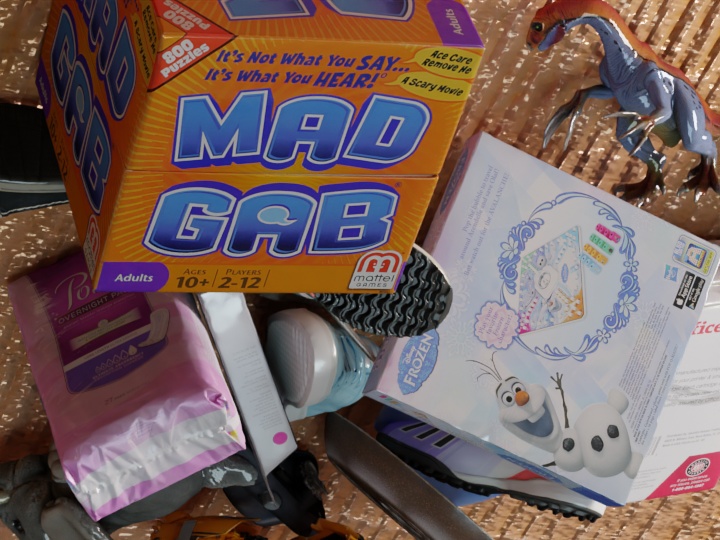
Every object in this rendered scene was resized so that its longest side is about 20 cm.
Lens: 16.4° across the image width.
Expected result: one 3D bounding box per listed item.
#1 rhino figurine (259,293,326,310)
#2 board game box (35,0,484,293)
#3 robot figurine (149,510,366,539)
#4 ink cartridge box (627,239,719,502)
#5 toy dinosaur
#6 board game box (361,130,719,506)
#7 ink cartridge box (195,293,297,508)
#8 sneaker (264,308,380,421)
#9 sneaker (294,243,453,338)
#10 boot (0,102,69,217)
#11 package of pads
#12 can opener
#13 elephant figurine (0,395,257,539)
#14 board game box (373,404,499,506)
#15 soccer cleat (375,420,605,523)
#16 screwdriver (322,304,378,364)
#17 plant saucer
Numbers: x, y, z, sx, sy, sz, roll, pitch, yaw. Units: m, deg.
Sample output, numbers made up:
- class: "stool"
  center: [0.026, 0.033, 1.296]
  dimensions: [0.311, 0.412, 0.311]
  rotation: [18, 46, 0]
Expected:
- class: "rhino figurine"
  center: [0.000, 0.000, 1.787]
  dimensions: [0.200, 0.060, 0.088]
  rotation: [19, 120, -30]
- class: "board game box"
  center: [-0.070, -0.125, 1.532]
  dimensions: [0.199, 0.200, 0.200]
  rotation: [0, 133, -22]
- class: "robot figurine"
  center: [-0.060, 0.228, 1.924]
  dimensions: [0.200, 0.058, 0.145]
  rotation: [0, 153, 34]
- class: "ink cartridge box"
  center: [0.231, 0.077, 1.913]
  dimensions: [0.145, 0.083, 0.200]
  rotation: [-4, 129, -32]
- class: "toy dinosaur"
  center: [0.187, -0.130, 1.745]
  dimensions: [0.105, 0.200, 0.182]
  rotation: [1, 124, 35]
- class: "board game box"
  center: [0.129, 0.035, 1.750]
  dimensions: [0.199, 0.043, 0.200]
  rotation: [26, 78, -12]
- class: "ink cartridge box"
  center: [-0.084, 0.064, 1.768]
  dimensions: [0.037, 0.095, 0.200]
  rotation: [-19, 125, -6]
- class: "sneaker"
  center: [-0.022, 0.060, 1.800]
  dimensions: [0.082, 0.074, 0.200]
  rotation: [-17, 174, -10]
- class: "sneaker"
  center: [-0.035, -0.017, 1.656]
  dimensions: [0.199, 0.093, 0.071]
  rotation: [15, 107, -12]
- class: "boot"
  center: [-0.271, -0.032, 1.649]
  dimensions: [0.203, 0.074, 0.154]
  rotation: [-2, 137, -13]
- class: "package of pads"
  center: [-0.159, 0.065, 1.694]
  dimensions: [0.120, 0.200, 0.076]
  rotation: [-24, 132, -1]
- class: "can opener"
  center: [-0.086, 0.144, 1.901]
  dimensions: [0.078, 0.063, 0.200]
  rotation: [-28, 137, 9]
- class: "elephant figurine"
  center: [-0.203, 0.162, 1.833]
  dimensions: [0.141, 0.155, 0.200]
  rotation: [-5, 139, -41]
- class: "board game box"
  center: [0.095, 0.100, 1.947]
  dimensions: [0.158, 0.039, 0.200]
  rotation: [-32, 139, 3]
- class: "soccer cleat"
  center: [0.101, 0.130, 1.841]
  dimensions: [0.068, 0.200, 0.073]
  rotation: [29, 76, -51]
- class: "screwdriver"
  center: [-0.049, -0.010, 1.714]
  dimensions: [0.200, 0.028, 0.029]
  rotation: [47, 140, -9]
- class: "plant saucer"
  center: [0.043, 0.180, 1.888]
  dimensions: [0.032, 0.200, 0.200]
  rotation: [-49, 136, -7]
